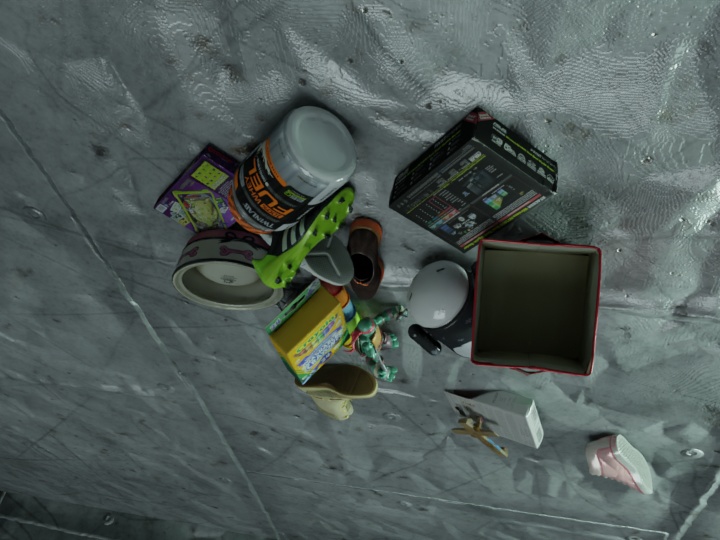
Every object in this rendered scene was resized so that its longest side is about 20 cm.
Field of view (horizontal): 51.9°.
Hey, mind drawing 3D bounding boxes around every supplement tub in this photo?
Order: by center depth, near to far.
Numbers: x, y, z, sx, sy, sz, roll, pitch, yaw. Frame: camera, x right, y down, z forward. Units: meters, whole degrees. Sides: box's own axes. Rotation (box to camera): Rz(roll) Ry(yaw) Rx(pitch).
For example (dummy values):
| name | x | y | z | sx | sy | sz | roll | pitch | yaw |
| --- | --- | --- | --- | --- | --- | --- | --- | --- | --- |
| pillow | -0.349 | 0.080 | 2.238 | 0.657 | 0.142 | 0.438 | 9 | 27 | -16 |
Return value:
| name | x | y | z | sx | sy | sz | roll | pitch | yaw |
| --- | --- | --- | --- | --- | --- | --- | --- | --- | --- |
| supplement tub | -0.105 | -0.136 | 1.063 | 0.122 | 0.124 | 0.199 | 30 | 143 | -23 |

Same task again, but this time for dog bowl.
| name | x | y | z | sx | sy | sz | roll | pitch | yaw |
| --- | --- | --- | --- | --- | --- | --- | --- | --- | --- |
| dog bowl | -0.231 | -0.002 | 1.316 | 0.197 | 0.075 | 0.201 | 2 | 153 | 1 |

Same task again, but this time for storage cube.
| name | x | y | z | sx | sy | sz | roll | pitch | yaw |
| --- | --- | --- | --- | --- | --- | --- | --- | --- | --- |
| storage cube | 0.258 | 0.050 | 1.100 | 0.168 | 0.203 | 0.180 | 4 | 179 | 12 |

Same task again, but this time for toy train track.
| name | x | y | z | sx | sy | sz | roll | pitch | yaw |
| --- | --- | --- | --- | --- | --- | --- | --- | --- | --- |
| toy train track | 0.284 | 0.375 | 1.692 | 0.114 | 0.033 | 0.200 | -5 | 144 | 40 |

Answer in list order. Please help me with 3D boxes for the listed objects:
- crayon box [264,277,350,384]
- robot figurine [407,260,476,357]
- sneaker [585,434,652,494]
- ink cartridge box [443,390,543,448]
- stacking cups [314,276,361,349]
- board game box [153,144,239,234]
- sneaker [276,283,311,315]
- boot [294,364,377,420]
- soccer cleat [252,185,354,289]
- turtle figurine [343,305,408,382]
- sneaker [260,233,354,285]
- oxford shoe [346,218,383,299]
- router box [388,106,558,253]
| name | x | y | z | sx | sy | sz | roll | pitch | yaw |
| --- | --- | --- | --- | --- | --- | --- | --- | --- | --- |
| crayon box | -0.086 | 0.109 | 1.276 | 0.051 | 0.126 | 0.201 | 40 | 165 | 22 |
| robot figurine | 0.168 | 0.068 | 1.260 | 0.199 | 0.152 | 0.124 | 37 | 156 | -31 |
| sneaker | 0.586 | 0.448 | 1.694 | 0.104 | 0.076 | 0.200 | -23 | 124 | 36 |
| ink cartridge box | 0.300 | 0.316 | 1.652 | 0.198 | 0.050 | 0.162 | 15 | 151 | 32 |
| stacking cups | -0.038 | 0.065 | 1.395 | 0.060 | 0.061 | 0.201 | -1 | 138 | 20 |
| board game box | -0.248 | -0.121 | 1.217 | 0.119 | 0.033 | 0.199 | 35 | 141 | -22 |
| sneaker | -0.119 | 0.060 | 1.359 | 0.115 | 0.075 | 0.201 | 42 | 159 | 22 |
| boot | -0.035 | 0.283 | 1.677 | 0.197 | 0.074 | 0.156 | -1 | 143 | 23 |
| soccer cleat | -0.091 | -0.062 | 1.150 | 0.081 | 0.200 | 0.067 | 42 | -179 | 32 |
| turtle figurine | 0.034 | 0.130 | 1.381 | 0.099 | 0.151 | 0.201 | 17 | 158 | 17 |
| sneaker | -0.092 | -0.039 | 1.224 | 0.199 | 0.071 | 0.080 | 35 | 163 | 13 |
| oxford shoe | 0.000 | 0.000 | 1.263 | 0.070 | 0.073 | 0.201 | 7 | 145 | 9 |
| router box | 0.156 | -0.120 | 1.046 | 0.149 | 0.063 | 0.200 | 30 | 143 | -21 |
